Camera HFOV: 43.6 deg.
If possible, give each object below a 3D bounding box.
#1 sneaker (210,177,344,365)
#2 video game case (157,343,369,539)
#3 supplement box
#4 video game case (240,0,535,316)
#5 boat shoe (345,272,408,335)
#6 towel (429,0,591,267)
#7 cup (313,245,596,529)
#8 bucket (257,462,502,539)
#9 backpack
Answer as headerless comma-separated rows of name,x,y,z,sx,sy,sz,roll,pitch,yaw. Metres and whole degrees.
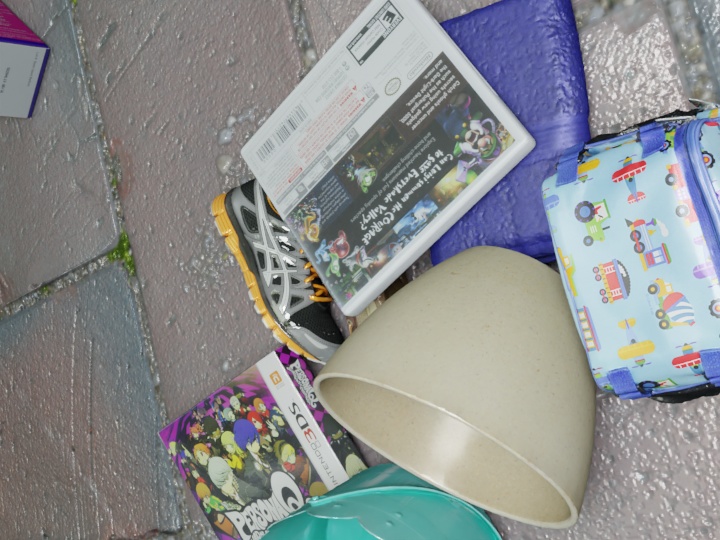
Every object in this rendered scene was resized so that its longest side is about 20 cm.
sneaker,-0.064,-0.004,0.832,0.077,0.078,0.201,-34,78,15
video game case,-0.088,0.190,0.864,0.200,0.036,0.182,-35,84,35
supplement box,-0.498,-0.290,1.150,0.200,0.103,0.102,42,118,31
video game case,0.012,-0.096,0.712,0.200,0.023,0.182,-44,65,22
boat shoe,0.000,0.000,0.780,0.072,0.072,0.202,-14,90,38
towel,0.111,-0.102,0.698,0.147,0.049,0.202,-10,86,32
cup,0.086,0.069,0.642,0.199,0.201,0.144,11,62,38
bucket,0.017,0.261,0.716,0.206,0.135,0.209,7,105,26
backpack,0.234,-0.019,0.544,0.199,0.134,0.184,-15,85,36
